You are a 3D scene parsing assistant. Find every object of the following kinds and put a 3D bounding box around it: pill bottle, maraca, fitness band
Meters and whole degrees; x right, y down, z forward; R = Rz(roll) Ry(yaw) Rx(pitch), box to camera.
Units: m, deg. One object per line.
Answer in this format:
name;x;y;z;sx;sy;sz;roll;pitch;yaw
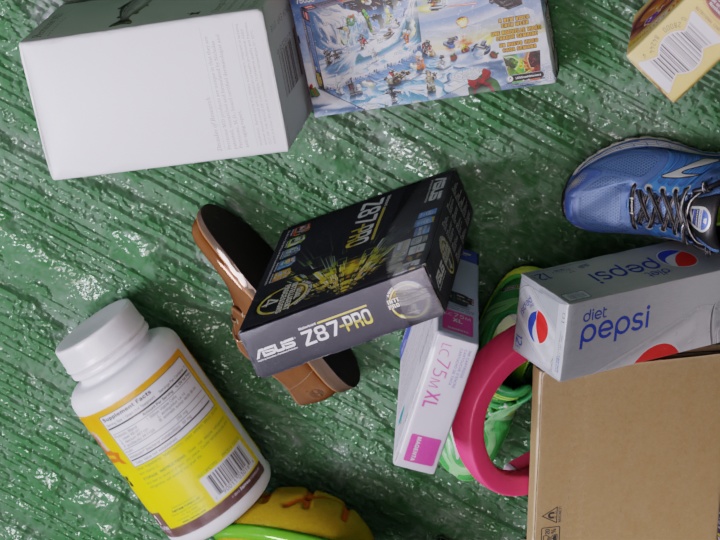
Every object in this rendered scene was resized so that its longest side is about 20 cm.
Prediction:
pill bottle;-0.171;0.126;1.759;0.109;0.109;0.201;-29;104;20
maraca;-0.035;0.243;1.768;0.199;0.137;0.108;3;74;32
fitness band;0.157;0.097;1.660;0.199;0.037;0.145;-28;123;-24

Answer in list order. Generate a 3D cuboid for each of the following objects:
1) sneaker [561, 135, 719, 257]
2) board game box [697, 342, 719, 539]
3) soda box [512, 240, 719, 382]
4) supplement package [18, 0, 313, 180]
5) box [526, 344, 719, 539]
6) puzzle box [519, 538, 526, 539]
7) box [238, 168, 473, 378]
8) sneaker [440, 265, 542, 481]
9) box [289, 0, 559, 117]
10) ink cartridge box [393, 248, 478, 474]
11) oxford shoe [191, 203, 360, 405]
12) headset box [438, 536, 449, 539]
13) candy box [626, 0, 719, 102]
sneaker;0.255;-0.058;1.612;0.198;0.089;0.079;-4;111;12
board game box;0.323;0.160;1.710;0.199;0.057;0.166;31;116;-3
soda box;0.217;0.027;1.607;0.199;0.063;0.069;-11;118;-32
supplement package;-0.150;-0.154;1.634;0.198;0.117;0.118;-7;112;12
box;0.215;0.160;1.657;0.162;0.021;0.202;-5;113;-13
puzzle box;0.186;0.296;1.714;0.132;0.201;0.026;0;122;10
box;0.000;0.000;1.624;0.160;0.200;0.049;-17;110;17
sneaker;0.106;0.091;1.706;0.074;0.084;0.201;21;115;1
box;0.047;-0.203;1.618;0.198;0.040;0.138;-7;112;13
ink cartridge box;0.061;0.060;1.641;0.042;0.200;0.120;15;115;-6
oxford shoe;-0.087;0.035;1.729;0.071;0.071;0.201;-29;106;26
headset box;0.098;0.369;1.819;0.173;0.093;0.201;26;115;-1
candy box;0.286;-0.224;1.522;0.056;0.117;0.200;41;114;-7
